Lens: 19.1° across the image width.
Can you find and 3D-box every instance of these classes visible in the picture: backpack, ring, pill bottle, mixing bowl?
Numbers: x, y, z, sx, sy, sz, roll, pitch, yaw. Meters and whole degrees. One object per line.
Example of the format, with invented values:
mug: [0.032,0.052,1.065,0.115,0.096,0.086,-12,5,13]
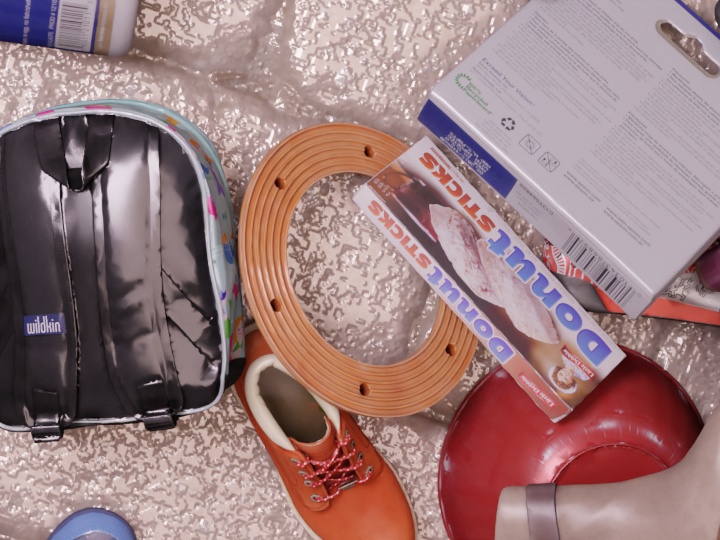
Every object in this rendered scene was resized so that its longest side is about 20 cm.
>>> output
backpack: [-0.162,-0.010,1.359,0.177,0.151,0.201,-6,103,7]
ring: [0.000,0.000,1.405,0.200,0.019,0.201,13,68,-36]
pill bottle: [-0.237,-0.204,1.349,0.199,0.116,0.116,8,96,-9]
mixing bowl: [0.159,0.153,1.450,0.199,0.108,0.201,-1,96,-8]

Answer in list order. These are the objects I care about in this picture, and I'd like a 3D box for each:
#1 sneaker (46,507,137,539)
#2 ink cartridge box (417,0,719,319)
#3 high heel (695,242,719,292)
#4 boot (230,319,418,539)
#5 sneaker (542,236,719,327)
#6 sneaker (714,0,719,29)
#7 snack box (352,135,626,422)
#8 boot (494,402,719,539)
sneaker: [-0.207,0.254,1.425,0.074,0.082,0.201,27,91,-9]
ink cartridge box: [0.170,-0.098,1.410,0.200,0.041,0.200,44,60,8]
high heel: [0.322,-0.027,1.425,0.199,0.096,0.068,-18,81,-35]
boot: [-0.023,0.129,1.424,0.075,0.107,0.200,-35,101,-4]
sneaker: [0.225,-0.021,1.458,0.200,0.067,0.109,6,98,-6]
sneaker: [0.336,-0.158,1.442,0.199,0.070,0.094,25,116,-14]
snack box: [0.085,0.005,1.412,0.200,0.024,0.072,48,49,3]
boot: [0.159,0.160,1.347,0.145,0.070,0.201,12,104,13]
